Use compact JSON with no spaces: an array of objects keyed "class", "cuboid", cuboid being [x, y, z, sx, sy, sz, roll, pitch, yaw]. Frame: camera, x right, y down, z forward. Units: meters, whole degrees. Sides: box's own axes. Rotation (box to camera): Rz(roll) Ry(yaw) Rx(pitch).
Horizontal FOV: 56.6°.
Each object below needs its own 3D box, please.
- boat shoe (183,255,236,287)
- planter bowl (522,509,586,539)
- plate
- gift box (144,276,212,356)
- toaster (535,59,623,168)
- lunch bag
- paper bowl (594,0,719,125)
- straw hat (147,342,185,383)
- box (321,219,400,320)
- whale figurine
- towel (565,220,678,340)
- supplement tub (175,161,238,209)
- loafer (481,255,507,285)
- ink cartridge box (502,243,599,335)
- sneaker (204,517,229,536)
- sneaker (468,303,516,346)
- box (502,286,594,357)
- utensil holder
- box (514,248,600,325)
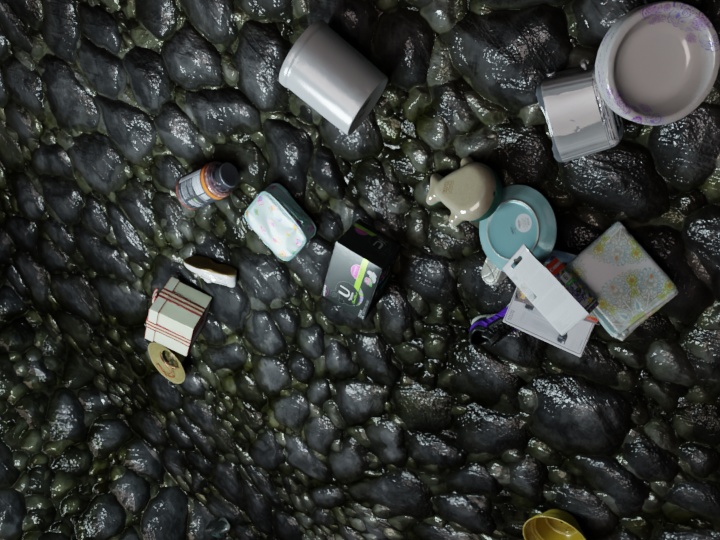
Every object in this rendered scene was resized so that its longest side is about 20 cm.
[{"class":"boat shoe","cuboid":[-0.490,0.010,2.173,0.196,0.071,0.071,19,127,21]},{"class":"planter bowl","cuboid":[0.585,0.768,1.968,0.197,0.084,0.204,18,128,24]},{"class":"plate","cuboid":[0.349,-0.092,1.516,0.197,0.025,0.206,5,97,43]},{"class":"gift box","cuboid":[-0.629,0.149,2.292,0.183,0.202,0.186,24,129,-4]},{"class":"toaster","cuboid":[0.435,-0.304,1.314,0.127,0.114,0.204,-9,113,35]},{"class":"lunch bag","cuboid":[-0.221,-0.136,1.890,0.200,0.077,0.160,47,132,-3]},{"class":"paper bowl","cuboid":[0.519,-0.366,1.188,0.195,0.105,0.206,0,107,1]},{"class":"straw hat","cuboid":[-0.706,0.324,2.524,0.198,0.085,0.204,22,135,24]},{"class":"box","cuboid":[0.000,0.000,1.804,0.146,0.125,0.203,29,133,12]},{"class":"whale figurine","cuboid":[0.242,-0.179,1.546,0.198,0.102,0.163,9,88,50]},{"class":"towel","cuboid":[0.557,0.026,1.445,0.171,0.048,0.201,-42,81,15]},{"class":"supplement tub","cuboid":[-0.440,-0.250,1.938,0.197,0.107,0.109,-13,113,38]},{"class":"loafer","cuboid":[0.351,-0.059,1.579,0.072,0.062,0.203,43,123,35]},{"class":"ink cartridge box","cuboid":[0.414,0.034,1.467,0.201,0.050,0.109,50,147,13]},{"class":"sneaker","cuboid":[-0.647,1.200,3.108,0.079,0.076,0.198,43,142,-19]},{"class":"sneaker","cuboid":[0.353,0.146,1.682,0.198,0.100,0.070,-30,103,40]},{"class":"box","cuboid":[0.451,0.110,1.584,0.196,0.060,0.119,23,92,18]},{"class":"utensil holder","cuboid":[-0.058,-0.434,1.516,0.199,0.170,0.171,38,134,2]},{"class":"box","cuboid":[0.464,0.027,1.523,0.196,0.038,0.140,16,100,18]}]
